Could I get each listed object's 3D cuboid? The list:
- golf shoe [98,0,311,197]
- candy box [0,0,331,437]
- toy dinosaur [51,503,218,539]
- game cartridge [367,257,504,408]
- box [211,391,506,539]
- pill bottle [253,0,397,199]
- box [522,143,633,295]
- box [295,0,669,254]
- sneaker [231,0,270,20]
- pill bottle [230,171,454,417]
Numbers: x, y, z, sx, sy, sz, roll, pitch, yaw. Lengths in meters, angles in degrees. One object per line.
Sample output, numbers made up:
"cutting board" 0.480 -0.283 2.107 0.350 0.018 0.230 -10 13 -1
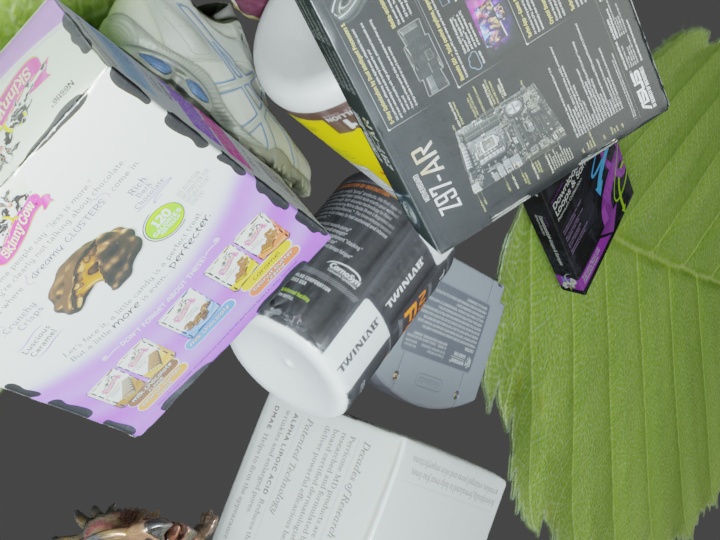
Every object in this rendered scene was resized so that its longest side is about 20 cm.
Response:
"golf shoe" -0.080 -0.112 0.692 0.200 0.078 0.098 40 62 -57
"candy box" -0.136 -0.015 0.590 0.168 0.072 0.200 -45 145 6
"toy dinosaur" -0.154 0.222 0.718 0.135 0.086 0.201 19 104 -46
"game cartridge" 0.061 0.053 0.997 0.200 0.040 0.135 26 78 -56
"box" -0.006 0.221 0.881 0.199 0.130 0.202 34 75 -56
"pill bottle" 0.029 -0.110 0.723 0.200 0.109 0.110 33 76 -50
"box" 0.229 -0.086 1.183 0.144 0.036 0.200 -61 143 -19
"box" 0.061 -0.134 0.604 0.159 0.044 0.201 -32 116 -4
"sneaker" -0.035 -0.250 0.672 0.075 0.089 0.202 -19 118 -62
"pill bottle" 0.000 0.000 0.822 0.200 0.106 0.107 -52 140 -29
